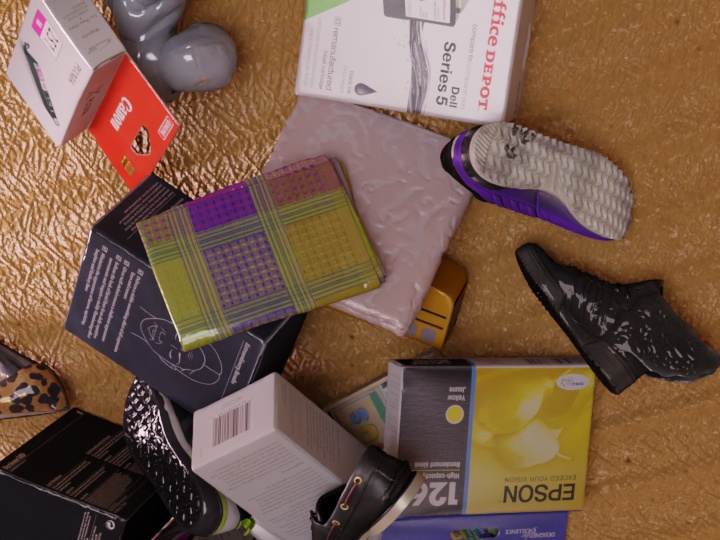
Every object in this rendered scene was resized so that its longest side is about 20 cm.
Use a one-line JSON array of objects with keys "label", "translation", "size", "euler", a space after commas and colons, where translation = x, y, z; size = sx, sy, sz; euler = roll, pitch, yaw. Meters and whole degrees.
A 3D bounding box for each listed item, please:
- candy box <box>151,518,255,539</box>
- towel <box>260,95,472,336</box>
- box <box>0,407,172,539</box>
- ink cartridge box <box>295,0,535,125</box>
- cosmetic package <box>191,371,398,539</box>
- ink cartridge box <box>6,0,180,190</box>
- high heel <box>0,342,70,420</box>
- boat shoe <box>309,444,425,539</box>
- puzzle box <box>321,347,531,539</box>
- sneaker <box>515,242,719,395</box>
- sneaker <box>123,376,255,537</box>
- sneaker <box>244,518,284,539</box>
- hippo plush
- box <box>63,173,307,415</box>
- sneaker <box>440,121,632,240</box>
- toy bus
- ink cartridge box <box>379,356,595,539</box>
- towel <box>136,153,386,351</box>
[{"label": "candy box", "translation": [-0.191, 0.296, 1.696], "size": [0.136, 0.200, 0.061], "euler": [-30, 94, 16]}, {"label": "towel", "translation": [-0.005, -0.057, 1.608], "size": [0.190, 0.032, 0.200], "euler": [21, 67, 10]}, {"label": "box", "translation": [-0.266, 0.217, 1.697], "size": [0.141, 0.200, 0.079], "euler": [22, 106, 9]}, {"label": "ink cartridge box", "translation": [0.052, -0.220, 1.589], "size": [0.199, 0.084, 0.146], "euler": [10, 103, 11]}, {"label": "cosmetic package", "translation": [-0.058, 0.189, 1.632], "size": [0.101, 0.071, 0.200], "euler": [-27, 131, 24]}, {"label": "ink cartridge box", "translation": [-0.255, -0.161, 1.624], "size": [0.043, 0.200, 0.174], "euler": [-33, 86, -25]}, {"label": "high heel", "translation": [-0.392, 0.171, 1.782], "size": [0.142, 0.071, 0.200], "euler": [29, 98, 12]}, {"label": "boat shoe", "translation": [-0.012, 0.224, 1.576], "size": [0.063, 0.074, 0.202], "euler": [36, 137, 0]}, {"label": "puzzle box", "translation": [0.065, 0.191, 1.705], "size": [0.133, 0.025, 0.200], "euler": [-29, 94, 18]}, {"label": "sneaker", "translation": [0.239, 0.035, 1.613], "size": [0.104, 0.060, 0.200], "euler": [-35, 76, -3]}, {"label": "sneaker", "translation": [-0.163, 0.181, 1.677], "size": [0.072, 0.083, 0.200], "euler": [-53, 51, 31]}, {"label": "sneaker", "translation": [-0.101, 0.191, 1.722], "size": [0.088, 0.075, 0.200], "euler": [-40, 88, 12]}, {"label": "hippo plush", "translation": [-0.199, -0.231, 1.608], "size": [0.199, 0.159, 0.161], "euler": [-8, 99, 14]}, {"label": "box", "translation": [-0.162, 0.033, 1.649], "size": [0.200, 0.107, 0.149], "euler": [33, 135, 8]}, {"label": "sneaker", "translation": [0.157, -0.082, 1.590], "size": [0.200, 0.099, 0.070], "euler": [24, 74, -29]}, {"label": "toy bus", "translation": [0.000, 0.000, 1.654], "size": [0.199, 0.065, 0.079], "euler": [20, 121, 9]}, {"label": "ink cartridge box", "translation": [0.119, 0.182, 1.631], "size": [0.197, 0.047, 0.201], "euler": [0, 98, -18]}, {"label": "towel", "translation": [-0.087, -0.017, 1.560], "size": [0.199, 0.023, 0.144], "euler": [-19, 66, -9]}]
